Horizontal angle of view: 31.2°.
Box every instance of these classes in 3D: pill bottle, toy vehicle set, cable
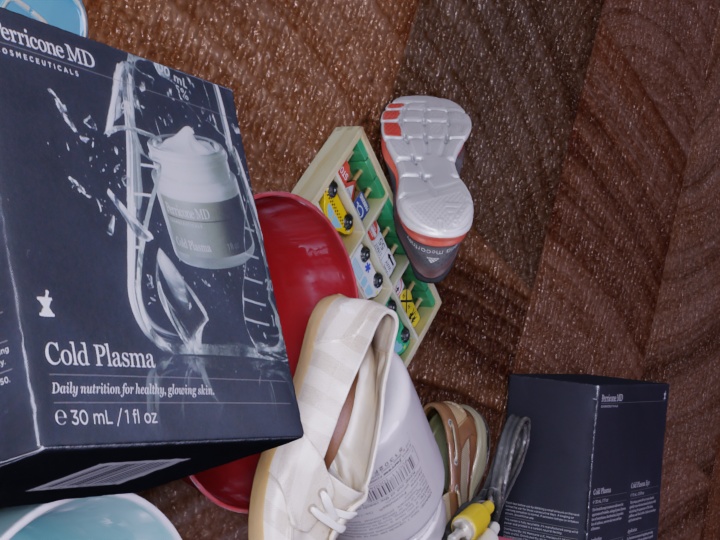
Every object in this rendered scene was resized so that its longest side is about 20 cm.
[{"bbox_3d":[0.004,0.147,0.982,0.115,0.113,0.201,-64,151,-29],"label":"pill bottle"},{"bbox_3d":[0.000,0.000,1.047,0.125,0.026,0.201,-59,138,-34],"label":"toy vehicle set"},{"bbox_3d":[0.118,0.208,1.100,0.200,0.050,0.098,-43,129,-49],"label":"cable"}]

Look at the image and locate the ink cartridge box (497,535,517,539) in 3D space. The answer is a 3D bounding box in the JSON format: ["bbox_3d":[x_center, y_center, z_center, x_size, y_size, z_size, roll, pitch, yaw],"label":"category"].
[{"bbox_3d":[0.125,0.352,1.163,0.085,0.144,0.202,57,49,-42],"label":"ink cartridge box"}]

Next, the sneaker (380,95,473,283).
[{"bbox_3d":[0.049,-0.068,1.054,0.201,0.076,0.083,-86,-178,-50],"label":"sneaker"}]

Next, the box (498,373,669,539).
[{"bbox_3d":[0.236,0.204,1.350,0.199,0.103,0.185,8,88,-56],"label":"box"}]

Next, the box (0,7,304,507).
[{"bbox_3d":[-0.144,0.003,0.628,0.199,0.123,0.199,9,63,-60],"label":"box"}]

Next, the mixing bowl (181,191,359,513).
[{"bbox_3d":[-0.096,0.047,0.836,0.199,0.107,0.204,-12,104,-55],"label":"mixing bowl"}]

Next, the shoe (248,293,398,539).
[{"bbox_3d":[-0.021,0.112,0.813,0.070,0.053,0.203,33,67,-53],"label":"shoe"}]

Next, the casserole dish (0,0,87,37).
[{"bbox_3d":[-0.210,-0.101,0.716,0.121,0.038,0.203,37,62,-52],"label":"casserole dish"}]

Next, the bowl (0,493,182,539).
[{"bbox_3d":[-0.191,0.214,0.716,0.200,0.104,0.204,-10,102,-55],"label":"bowl"}]

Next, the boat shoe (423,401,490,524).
[{"bbox_3d":[0.061,0.211,1.128,0.074,0.075,0.203,28,62,-48],"label":"boat shoe"}]
